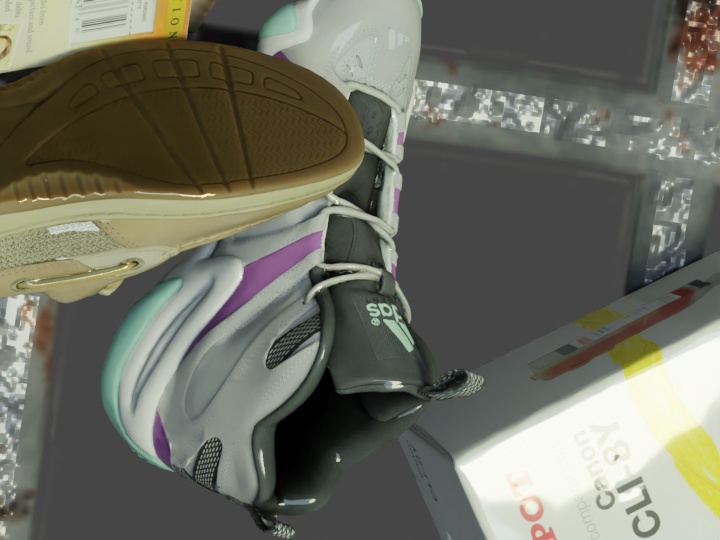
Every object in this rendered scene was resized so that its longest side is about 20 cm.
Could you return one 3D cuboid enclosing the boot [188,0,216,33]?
[{"bbox_3d":[-0.109,-0.174,0.996,0.200,0.070,0.146,16,89,-18],"label":"boot"}]

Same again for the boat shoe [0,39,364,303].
[{"bbox_3d":[-0.097,-0.025,0.955,0.200,0.072,0.065,-11,145,-18],"label":"boat shoe"}]

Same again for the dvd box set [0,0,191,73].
[{"bbox_3d":[-0.144,-0.119,0.898,0.200,0.029,0.146,-12,139,-21],"label":"dvd box set"}]

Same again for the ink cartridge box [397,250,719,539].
[{"bbox_3d":[0.135,0.082,1.088,0.200,0.083,0.145,-26,105,-9],"label":"ink cartridge box"}]

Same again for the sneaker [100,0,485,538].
[{"bbox_3d":[0.000,0.000,1.005,0.078,0.140,0.200,15,102,-44],"label":"sneaker"}]
